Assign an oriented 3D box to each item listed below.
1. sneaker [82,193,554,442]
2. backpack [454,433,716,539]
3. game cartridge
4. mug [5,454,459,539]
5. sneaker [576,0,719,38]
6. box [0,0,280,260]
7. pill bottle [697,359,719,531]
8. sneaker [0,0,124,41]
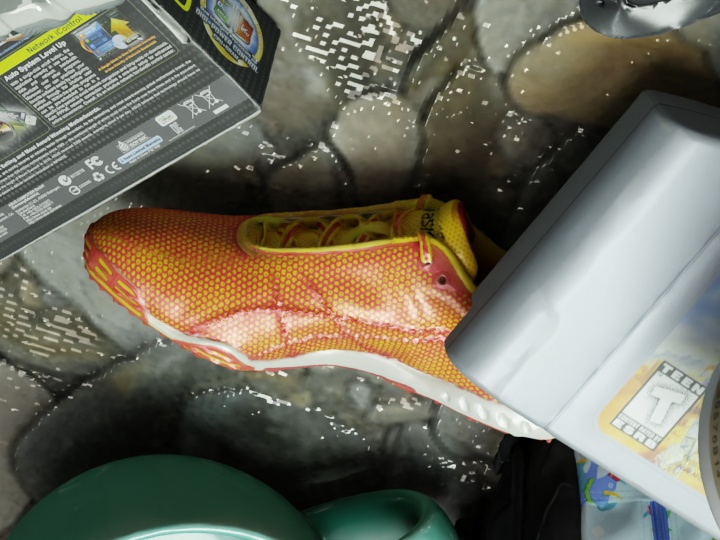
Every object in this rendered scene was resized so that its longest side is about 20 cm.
[{"bbox_3d":[0.000,0.000,0.975,0.199,0.073,0.077,11,120,-9],"label":"sneaker"},{"bbox_3d":[0.104,0.171,1.016,0.153,0.201,0.164,18,134,-8],"label":"backpack"},{"bbox_3d":[0.144,0.028,0.948,0.200,0.042,0.133,32,112,-25],"label":"game cartridge"},{"bbox_3d":[-0.062,0.151,1.076,0.184,0.114,0.153,5,104,-14],"label":"mug"},{"bbox_3d":[0.065,-0.135,0.812,0.199,0.076,0.114,17,132,-9],"label":"sneaker"},{"bbox_3d":[-0.152,-0.078,0.935,0.199,0.044,0.160,-28,122,32],"label":"box"},{"bbox_3d":[0.196,0.042,0.823,0.111,0.112,0.200,27,158,-15],"label":"pill bottle"},{"bbox_3d":[-0.075,-0.138,0.787,0.199,0.075,0.116,-9,127,17],"label":"sneaker"}]
